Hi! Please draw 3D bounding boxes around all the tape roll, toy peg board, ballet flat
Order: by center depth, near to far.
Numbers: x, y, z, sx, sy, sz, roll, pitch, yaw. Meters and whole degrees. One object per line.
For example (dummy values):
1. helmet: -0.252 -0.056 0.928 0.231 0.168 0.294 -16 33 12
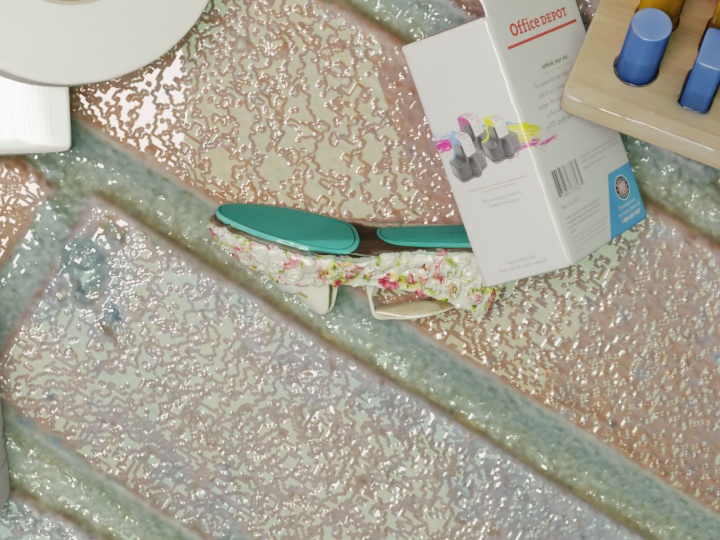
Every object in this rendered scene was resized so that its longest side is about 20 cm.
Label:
1. tape roll: -0.177 -0.210 1.029 0.202 0.037 0.203 -1 94 -21
2. toy peg board: 0.250 -0.165 1.047 0.200 0.098 0.199 21 62 8
3. ballet flat: 0.000 0.000 1.115 0.200 0.076 0.064 6 111 -3

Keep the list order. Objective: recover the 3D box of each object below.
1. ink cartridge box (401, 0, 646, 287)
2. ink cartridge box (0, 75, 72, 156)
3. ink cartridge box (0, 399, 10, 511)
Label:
1. ink cartridge box: 0.098 -0.105 1.087 0.068 0.115 0.200 -14 98 36
2. ink cartridge box: -0.281 -0.126 1.069 0.200 0.067 0.117 -3 95 -10
3. ink cartridge box: -0.302 0.060 1.078 0.144 0.084 0.200 -5 96 -6
